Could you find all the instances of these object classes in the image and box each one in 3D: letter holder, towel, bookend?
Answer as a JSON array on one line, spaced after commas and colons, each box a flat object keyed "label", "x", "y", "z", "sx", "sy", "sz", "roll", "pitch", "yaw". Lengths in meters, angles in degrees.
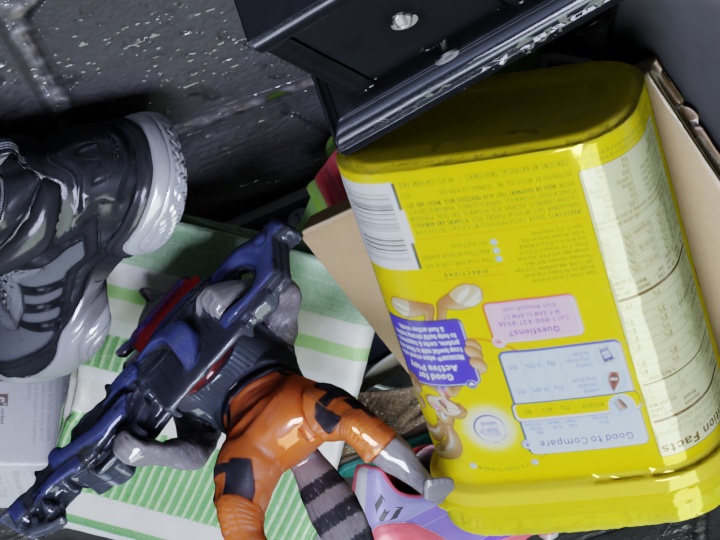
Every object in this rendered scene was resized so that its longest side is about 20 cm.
[{"label": "letter holder", "x": 0.169, "y": -0.084, "z": 1.179, "sx": 0.100, "sy": 0.142, "sz": 0.200, "roll": 14, "pitch": 128, "yaw": 8}, {"label": "towel", "x": -0.079, "y": 0.065, "z": 1.264, "sx": 0.152, "sy": 0.023, "sz": 0.200, "roll": 15, "pitch": 118, "yaw": 3}, {"label": "bookend", "x": 0.013, "y": -0.152, "z": 0.958, "sx": 0.199, "sy": 0.092, "sz": 0.200, "roll": -28, "pitch": 155, "yaw": 22}]

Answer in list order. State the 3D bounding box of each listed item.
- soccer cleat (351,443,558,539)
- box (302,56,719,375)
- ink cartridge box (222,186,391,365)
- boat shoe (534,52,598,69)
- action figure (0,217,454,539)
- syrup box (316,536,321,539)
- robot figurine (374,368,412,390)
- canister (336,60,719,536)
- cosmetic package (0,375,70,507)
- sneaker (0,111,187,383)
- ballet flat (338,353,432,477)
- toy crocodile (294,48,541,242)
[{"label": "soccer cleat", "x": 0.064, "y": 0.125, "z": 1.402, "sx": 0.067, "sy": 0.077, "sz": 0.200, "roll": 6, "pitch": -164, "yaw": 39}, {"label": "box", "x": 0.097, "y": 0.003, "z": 1.161, "sx": 0.200, "sy": 0.021, "sz": 0.164, "roll": -24, "pitch": 115, "yaw": 31}, {"label": "ink cartridge box", "x": 0.000, "y": 0.000, "z": 1.368, "sx": 0.200, "sy": 0.043, "sz": 0.198, "roll": -24, "pitch": 157, "yaw": 9}, {"label": "boat shoe", "x": 0.139, "y": -0.070, "z": 1.277, "sx": 0.065, "sy": 0.074, "sz": 0.200, "roll": -31, "pitch": 157, "yaw": 36}, {"label": "action figure", "x": -0.066, "y": 0.087, "z": 1.169, "sx": 0.200, "sy": 0.194, "sz": 0.105, "roll": -42, "pitch": 142, "yaw": 11}, {"label": "syrup box", "x": -0.068, "y": 0.154, "z": 1.460, "sx": 0.079, "sy": 0.200, "sz": 0.082, "roll": -9, "pitch": 117, "yaw": -24}, {"label": "robot figurine", "x": 0.087, "y": 0.094, "z": 1.560, "sx": 0.169, "sy": 0.113, "sz": 0.200, "roll": 7, "pitch": 176, "yaw": 35}, {"label": "canister", "x": 0.083, "y": 0.014, "z": 1.105, "sx": 0.148, "sy": 0.087, "sz": 0.200, "roll": -7, "pitch": 121, "yaw": 21}, {"label": "cosmetic package", "x": -0.112, "y": 0.089, "z": 1.369, "sx": 0.200, "sy": 0.074, "sz": 0.102, "roll": 1, "pitch": 162, "yaw": 0}, {"label": "sneaker", "x": -0.169, "y": -0.010, "z": 1.173, "sx": 0.114, "sy": 0.076, "sz": 0.200, "roll": 0, "pitch": 148, "yaw": -32}, {"label": "ballet flat", "x": 0.059, "y": 0.064, "z": 1.411, "sx": 0.200, "sy": 0.065, "sz": 0.070, "roll": -19, "pitch": 164, "yaw": 27}, {"label": "toy crocodile", "x": 0.024, "y": -0.063, "z": 1.201, "sx": 0.062, "sy": 0.068, "sz": 0.200, "roll": 2, "pitch": 145, "yaw": -41}]
